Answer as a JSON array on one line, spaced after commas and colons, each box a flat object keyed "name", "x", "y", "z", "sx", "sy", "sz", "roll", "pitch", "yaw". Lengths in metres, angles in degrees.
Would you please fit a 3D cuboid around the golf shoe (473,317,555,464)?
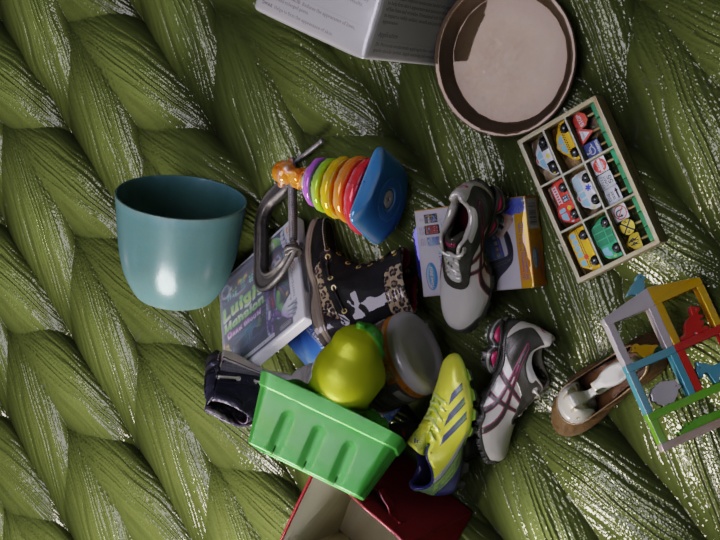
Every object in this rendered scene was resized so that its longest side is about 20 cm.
[{"name": "golf shoe", "x": 0.198, "y": 0.164, "z": 1.642, "sx": 0.087, "sy": 0.077, "sz": 0.203, "roll": 11, "pitch": 106, "yaw": 20}]

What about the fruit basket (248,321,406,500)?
[{"name": "fruit basket", "x": -0.028, "y": 0.165, "z": 1.601, "sx": 0.212, "sy": 0.156, "sz": 0.219, "roll": -1, "pitch": 77, "yaw": 4}]

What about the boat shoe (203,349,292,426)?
[{"name": "boat shoe", "x": -0.139, "y": 0.195, "z": 1.816, "sx": 0.075, "sy": 0.198, "sz": 0.094, "roll": -52, "pitch": 23, "yaw": 41}]

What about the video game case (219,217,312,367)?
[{"name": "video game case", "x": -0.143, "y": 0.046, "z": 1.863, "sx": 0.200, "sy": 0.023, "sz": 0.184, "roll": -39, "pitch": 44, "yaw": 36}]

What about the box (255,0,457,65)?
[{"name": "box", "x": 0.005, "y": -0.367, "z": 1.658, "sx": 0.199, "sy": 0.198, "sz": 0.132, "roll": 30, "pitch": 110, "yaw": 30}]

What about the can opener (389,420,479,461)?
[{"name": "can opener", "x": 0.065, "y": 0.223, "z": 1.710, "sx": 0.197, "sy": 0.063, "sz": 0.080, "roll": -2, "pitch": 73, "yaw": 3}]

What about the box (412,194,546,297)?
[{"name": "box", "x": 0.149, "y": -0.030, "z": 1.681, "sx": 0.198, "sy": 0.041, "sz": 0.121, "roll": -7, "pitch": 90, "yaw": 35}]

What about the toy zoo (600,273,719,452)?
[{"name": "toy zoo", "x": 0.372, "y": 0.096, "z": 1.490, "sx": 0.130, "sy": 0.020, "sz": 0.202, "roll": -22, "pitch": 79, "yaw": -3}]

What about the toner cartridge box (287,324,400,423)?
[{"name": "toner cartridge box", "x": -0.018, "y": 0.133, "z": 1.817, "sx": 0.200, "sy": 0.043, "sz": 0.096, "roll": 46, "pitch": 120, "yaw": 24}]

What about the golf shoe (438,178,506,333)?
[{"name": "golf shoe", "x": 0.126, "y": -0.017, "z": 1.614, "sx": 0.076, "sy": 0.088, "sz": 0.203, "roll": 15, "pitch": 104, "yaw": 34}]

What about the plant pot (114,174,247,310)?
[{"name": "plant pot", "x": -0.276, "y": -0.037, "z": 1.910, "sx": 0.199, "sy": 0.199, "sz": 0.163, "roll": 22, "pitch": 116, "yaw": 33}]

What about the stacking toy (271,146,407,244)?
[{"name": "stacking toy", "x": -0.042, "y": -0.119, "z": 1.754, "sx": 0.198, "sy": 0.110, "sz": 0.117, "roll": 15, "pitch": 78, "yaw": 30}]

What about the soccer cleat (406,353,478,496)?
[{"name": "soccer cleat", "x": 0.103, "y": 0.205, "z": 1.637, "sx": 0.065, "sy": 0.082, "sz": 0.203, "roll": -121, "pitch": 33, "yaw": -64}]

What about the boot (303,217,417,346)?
[{"name": "boot", "x": 0.000, "y": 0.000, "z": 1.770, "sx": 0.149, "sy": 0.073, "sz": 0.202, "roll": -17, "pitch": 54, "yaw": 19}]

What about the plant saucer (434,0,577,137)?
[{"name": "plant saucer", "x": 0.189, "y": -0.274, "z": 1.622, "sx": 0.198, "sy": 0.029, "sz": 0.203, "roll": 5, "pitch": 100, "yaw": 29}]

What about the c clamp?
[{"name": "c clamp", "x": -0.114, "y": -0.075, "z": 1.836, "sx": 0.170, "sy": 0.027, "sz": 0.203, "roll": -31, "pitch": 49, "yaw": 45}]

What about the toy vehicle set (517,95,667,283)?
[{"name": "toy vehicle set", "x": 0.289, "y": -0.101, "z": 1.577, "sx": 0.124, "sy": 0.026, "sz": 0.202, "roll": -30, "pitch": 77, "yaw": 34}]

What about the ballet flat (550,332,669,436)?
[{"name": "ballet flat", "x": 0.298, "y": 0.146, "z": 1.564, "sx": 0.199, "sy": 0.072, "sz": 0.068, "roll": -39, "pitch": 71, "yaw": 33}]

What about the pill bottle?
[{"name": "pill bottle", "x": 0.006, "y": 0.143, "z": 1.703, "sx": 0.199, "sy": 0.116, "sz": 0.118, "roll": -27, "pitch": 78, "yaw": 30}]

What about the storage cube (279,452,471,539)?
[{"name": "storage cube", "x": 0.017, "y": 0.365, "z": 1.726, "sx": 0.170, "sy": 0.179, "sz": 0.202, "roll": 37, "pitch": 114, "yaw": 26}]
